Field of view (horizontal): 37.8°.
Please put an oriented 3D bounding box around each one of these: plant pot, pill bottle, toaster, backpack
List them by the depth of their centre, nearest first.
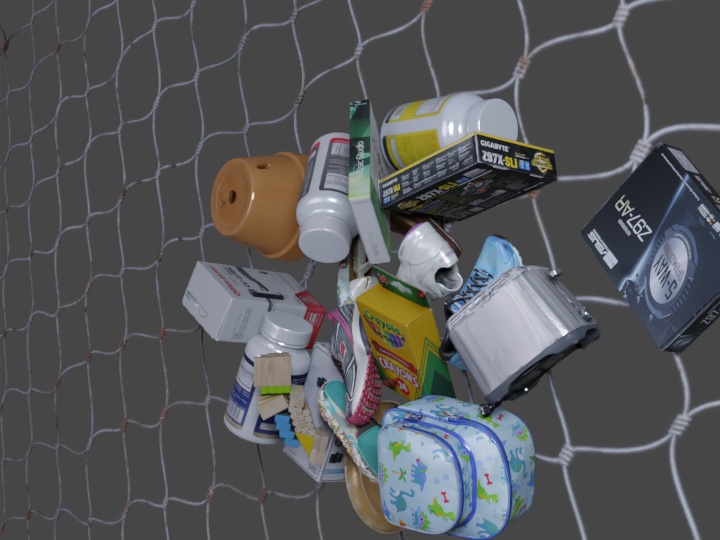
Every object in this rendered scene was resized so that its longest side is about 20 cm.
[{"bbox_3d":[0.202,0.084,1.372,0.200,0.113,0.129,-43,68,26],"label":"toaster"},{"bbox_3d":[0.125,0.273,1.420,0.199,0.147,0.184,2,100,35],"label":"backpack"},{"bbox_3d":[0.129,-0.198,1.538,0.200,0.112,0.113,1,85,51],"label":"pill bottle"},{"bbox_3d":[0.047,0.302,1.623,0.200,0.027,0.201,-11,76,48],"label":"plant pot"},{"bbox_3d":[-0.043,-0.115,1.684,0.111,0.110,0.201,-34,34,42],"label":"pill bottle"},{"bbox_3d":[-0.146,0.173,1.726,0.111,0.111,0.201,37,114,47],"label":"pill bottle"},{"bbox_3d":[-0.173,-0.120,1.874,0.200,0.140,0.201,-10,76,49],"label":"plant pot"}]

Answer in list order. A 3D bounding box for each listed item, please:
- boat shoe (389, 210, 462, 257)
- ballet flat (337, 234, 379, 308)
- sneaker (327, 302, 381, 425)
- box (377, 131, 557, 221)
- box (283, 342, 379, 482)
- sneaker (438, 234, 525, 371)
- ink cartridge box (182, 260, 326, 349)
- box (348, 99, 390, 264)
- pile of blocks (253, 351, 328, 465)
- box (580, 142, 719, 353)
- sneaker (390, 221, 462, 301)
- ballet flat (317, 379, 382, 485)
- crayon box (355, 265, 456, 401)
[{"bbox_3d":[0.090,-0.078,1.602,0.070,0.071,0.200,-40,49,-12],"label":"boat shoe"},{"bbox_3d":[0.000,0.000,1.704,0.071,0.069,0.201,-21,64,44],"label":"ballet flat"},{"bbox_3d":[-0.010,0.144,1.617,0.074,0.081,0.201,-9,56,14],"label":"sneaker"},{"bbox_3d":[0.148,-0.126,1.466,0.200,0.159,0.050,-23,66,48],"label":"box"},{"bbox_3d":[-0.049,0.231,1.726,0.116,0.060,0.201,29,107,49],"label":"box"},{"bbox_3d":[0.165,0.047,1.471,0.078,0.090,0.201,25,103,49],"label":"sneaker"},{"bbox_3d":[-0.183,0.060,1.808,0.144,0.199,0.084,40,115,46],"label":"ink cartridge box"},{"bbox_3d":[0.014,-0.130,1.544,0.036,0.145,0.201,-9,49,9],"label":"box"},{"bbox_3d":[-0.114,0.214,1.652,0.062,0.082,0.201,-123,8,-79],"label":"pile of blocks"},{"bbox_3d":[0.373,-0.028,1.265,0.160,0.043,0.200,-52,48,32],"label":"box"},{"bbox_3d":[0.096,0.022,1.533,0.100,0.075,0.200,41,152,23],"label":"sneaker"},{"bbox_3d":[-0.001,0.254,1.610,0.200,0.075,0.064,56,147,26],"label":"ballet flat"},{"bbox_3d":[0.062,0.101,1.532,0.127,0.051,0.201,26,141,50],"label":"crayon box"}]
